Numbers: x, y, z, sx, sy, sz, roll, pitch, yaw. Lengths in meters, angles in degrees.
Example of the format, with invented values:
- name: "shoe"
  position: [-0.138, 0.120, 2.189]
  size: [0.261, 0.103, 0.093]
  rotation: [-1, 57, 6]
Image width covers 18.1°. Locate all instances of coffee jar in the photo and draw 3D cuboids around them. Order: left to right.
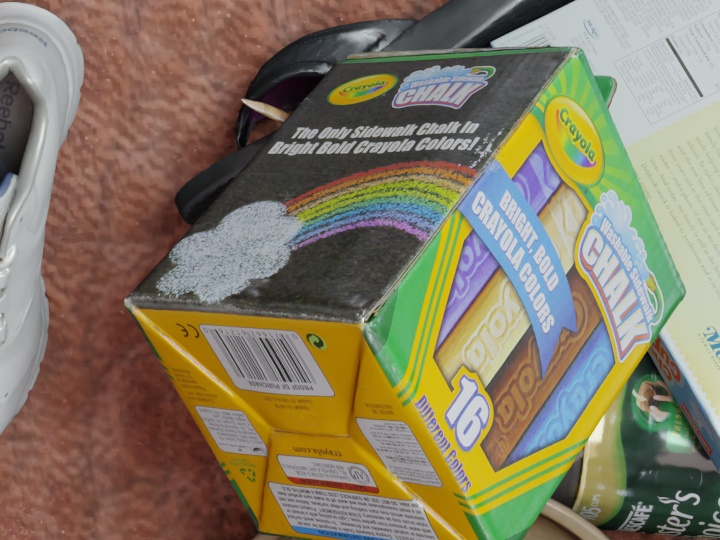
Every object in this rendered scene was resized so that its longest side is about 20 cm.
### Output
- name: "coffee jar"
  position: [0.151, 0.071, 0.973]
  size: [0.199, 0.104, 0.086]
  rotation: [5, 74, -1]

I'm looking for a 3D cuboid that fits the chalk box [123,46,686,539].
- name: "chalk box"
  position: [0.033, -0.004, 0.863]
  size: [0.125, 0.200, 0.124]
  rotation: [3, 132, 42]

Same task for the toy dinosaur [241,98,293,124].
- name: "toy dinosaur"
  position: [0.000, 0.000, 0.952]
  size: [0.060, 0.106, 0.200]
  rotation: [-15, 110, 0]

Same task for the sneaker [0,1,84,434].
- name: "sneaker"
  position: [-0.166, -0.012, 0.961]
  size: [0.074, 0.087, 0.201]
  rotation: [8, 103, -4]

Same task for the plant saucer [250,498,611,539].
- name: "plant saucer"
  position: [0.033, 0.168, 0.953]
  size: [0.200, 0.029, 0.201]
  rotation: [2, 113, 6]

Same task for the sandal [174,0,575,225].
- name: "sandal"
  position: [0.004, -0.084, 0.964]
  size: [0.200, 0.075, 0.048]
  rotation: [-33, 75, -1]

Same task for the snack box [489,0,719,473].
- name: "snack box"
  position: [0.149, -0.031, 0.932]
  size: [0.116, 0.037, 0.200]
  rotation: [-26, 74, -8]
